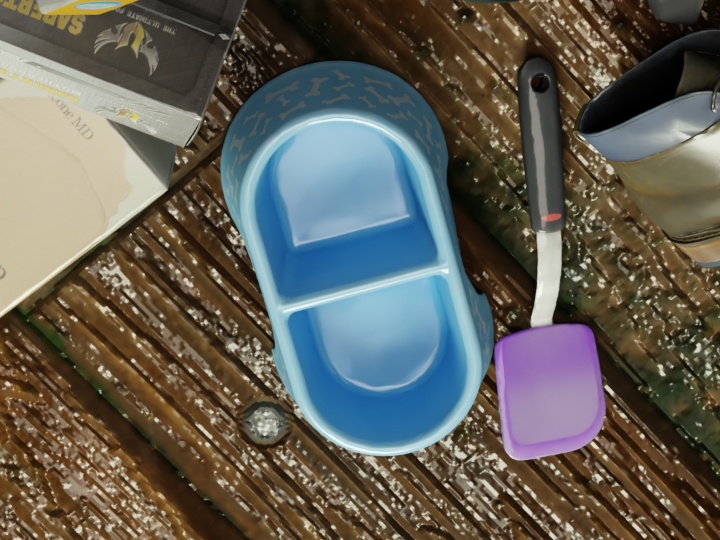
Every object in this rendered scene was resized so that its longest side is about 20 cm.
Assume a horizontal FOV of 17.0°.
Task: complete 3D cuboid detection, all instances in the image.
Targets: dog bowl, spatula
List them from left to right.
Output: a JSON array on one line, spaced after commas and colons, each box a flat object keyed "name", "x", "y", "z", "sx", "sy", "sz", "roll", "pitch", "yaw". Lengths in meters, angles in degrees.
[{"name": "dog bowl", "x": 0.000, "y": 0.000, "z": 1.166, "sx": 0.111, "sy": 0.050, "sz": 0.200, "roll": -14, "pitch": 110, "yaw": 3}, {"name": "spatula", "x": 0.091, "y": -0.006, "z": 1.179, "sx": 0.056, "sy": 0.021, "sz": 0.200, "roll": -8, "pitch": 109, "yaw": -16}]

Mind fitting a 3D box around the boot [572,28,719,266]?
[{"name": "boot", "x": 0.188, "y": -0.069, "z": 1.089, "sx": 0.097, "sy": 0.075, "sz": 0.200, "roll": 36, "pitch": 139, "yaw": -23}]

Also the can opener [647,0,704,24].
[{"name": "can opener", "x": 0.173, "y": -0.204, "z": 1.094, "sx": 0.066, "sy": 0.053, "sz": 0.200, "roll": 6, "pitch": 110, "yaw": -4}]

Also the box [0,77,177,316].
[{"name": "box", "x": -0.191, "y": -0.024, "z": 1.134, "sx": 0.200, "sy": 0.078, "sz": 0.095, "roll": -38, "pitch": 106, "yaw": 11}]

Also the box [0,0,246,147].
[{"name": "box", "x": -0.139, "y": -0.164, "z": 1.059, "sx": 0.200, "sy": 0.048, "sz": 0.158, "roll": 20, "pitch": 75, "yaw": -9}]

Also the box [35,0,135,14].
[{"name": "box", "x": -0.076, "y": -0.179, "z": 0.970, "sx": 0.200, "sy": 0.041, "sz": 0.119, "roll": -13, "pitch": 86, "yaw": 40}]

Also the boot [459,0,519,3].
[{"name": "boot", "x": 0.062, "y": -0.175, "z": 1.017, "sx": 0.198, "sy": 0.162, "sz": 0.073, "roll": 26, "pitch": 73, "yaw": -37}]
